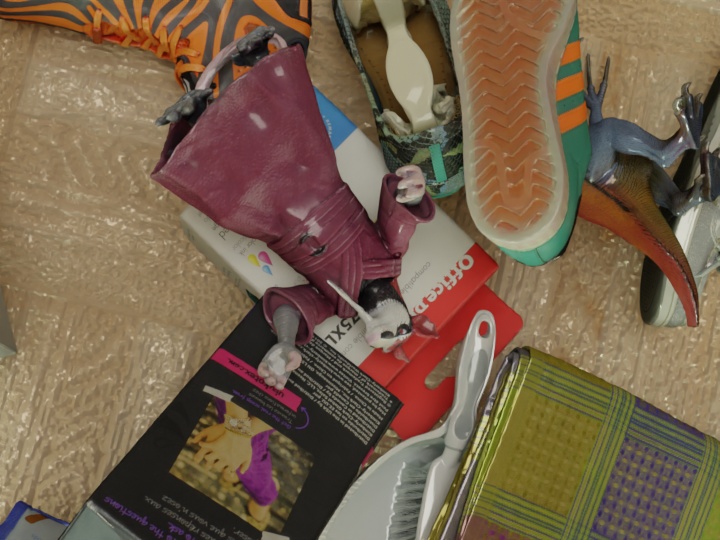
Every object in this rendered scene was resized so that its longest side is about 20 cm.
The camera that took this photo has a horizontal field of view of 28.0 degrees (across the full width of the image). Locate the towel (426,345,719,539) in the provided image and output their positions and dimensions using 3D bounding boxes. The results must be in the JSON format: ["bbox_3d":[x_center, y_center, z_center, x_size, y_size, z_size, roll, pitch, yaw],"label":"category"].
[{"bbox_3d":[0.142,0.142,0.868,0.200,0.023,0.144,24,81,-23],"label":"towel"}]

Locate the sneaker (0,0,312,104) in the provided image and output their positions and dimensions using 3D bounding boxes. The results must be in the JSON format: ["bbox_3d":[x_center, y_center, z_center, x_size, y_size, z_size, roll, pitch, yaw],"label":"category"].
[{"bbox_3d":[-0.125,-0.145,0.882,0.199,0.078,0.112,-7,82,-7],"label":"sneaker"}]

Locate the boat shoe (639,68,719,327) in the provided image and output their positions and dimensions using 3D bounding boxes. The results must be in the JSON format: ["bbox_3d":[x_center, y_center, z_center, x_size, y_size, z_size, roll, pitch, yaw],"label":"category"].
[{"bbox_3d":[0.232,-0.052,0.909,0.065,0.074,0.202,24,74,2],"label":"boat shoe"}]

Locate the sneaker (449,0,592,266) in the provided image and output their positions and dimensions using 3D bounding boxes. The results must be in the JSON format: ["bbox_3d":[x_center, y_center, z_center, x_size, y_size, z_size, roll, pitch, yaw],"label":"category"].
[{"bbox_3d":[0.092,-0.099,0.814,0.071,0.080,0.201,-2,73,18],"label":"sneaker"}]

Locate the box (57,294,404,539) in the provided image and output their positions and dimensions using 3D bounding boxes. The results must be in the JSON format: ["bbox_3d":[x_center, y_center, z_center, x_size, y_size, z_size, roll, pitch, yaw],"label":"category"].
[{"bbox_3d":[-0.078,0.127,0.779,0.106,0.122,0.200,38,38,0],"label":"box"}]

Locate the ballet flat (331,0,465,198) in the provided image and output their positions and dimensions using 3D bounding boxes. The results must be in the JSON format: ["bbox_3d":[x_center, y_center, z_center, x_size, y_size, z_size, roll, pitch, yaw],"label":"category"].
[{"bbox_3d":[0.025,-0.138,0.865,0.074,0.074,0.200,-15,59,-8],"label":"ballet flat"}]

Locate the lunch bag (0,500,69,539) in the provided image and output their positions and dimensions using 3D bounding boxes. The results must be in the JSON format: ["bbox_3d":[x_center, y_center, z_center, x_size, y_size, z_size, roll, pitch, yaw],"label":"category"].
[{"bbox_3d":[-0.164,0.249,0.800,0.170,0.124,0.200,25,67,0],"label":"lunch bag"}]

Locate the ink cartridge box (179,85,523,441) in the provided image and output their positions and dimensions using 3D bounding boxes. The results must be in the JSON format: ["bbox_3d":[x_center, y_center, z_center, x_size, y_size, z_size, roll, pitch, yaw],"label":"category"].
[{"bbox_3d":[0.000,0.000,0.880,0.200,0.067,0.116,43,81,1],"label":"ink cartridge box"}]

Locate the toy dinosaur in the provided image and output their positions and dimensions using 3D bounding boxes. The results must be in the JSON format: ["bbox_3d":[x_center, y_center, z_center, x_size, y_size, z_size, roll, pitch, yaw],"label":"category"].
[{"bbox_3d":[0.118,-0.074,0.864,0.181,0.105,0.201,-2,62,33],"label":"toy dinosaur"}]

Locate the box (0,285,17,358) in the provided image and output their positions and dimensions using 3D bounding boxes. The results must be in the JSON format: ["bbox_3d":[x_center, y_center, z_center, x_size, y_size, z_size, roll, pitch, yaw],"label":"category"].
[{"bbox_3d":[-0.315,0.011,0.832,0.199,0.097,0.125,-15,84,-7],"label":"box"}]

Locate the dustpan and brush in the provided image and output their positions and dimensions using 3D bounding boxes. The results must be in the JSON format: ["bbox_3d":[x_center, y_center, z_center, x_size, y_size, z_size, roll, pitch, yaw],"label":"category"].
[{"bbox_3d":[0.048,0.123,0.860,0.139,0.057,0.201,13,81,-17],"label":"dustpan and brush"}]

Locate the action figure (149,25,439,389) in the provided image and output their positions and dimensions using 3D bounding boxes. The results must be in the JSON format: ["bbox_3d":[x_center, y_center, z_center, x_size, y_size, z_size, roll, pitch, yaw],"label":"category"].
[{"bbox_3d":[-0.033,-0.025,0.808,0.134,0.149,0.200,-38,107,-2],"label":"action figure"}]
